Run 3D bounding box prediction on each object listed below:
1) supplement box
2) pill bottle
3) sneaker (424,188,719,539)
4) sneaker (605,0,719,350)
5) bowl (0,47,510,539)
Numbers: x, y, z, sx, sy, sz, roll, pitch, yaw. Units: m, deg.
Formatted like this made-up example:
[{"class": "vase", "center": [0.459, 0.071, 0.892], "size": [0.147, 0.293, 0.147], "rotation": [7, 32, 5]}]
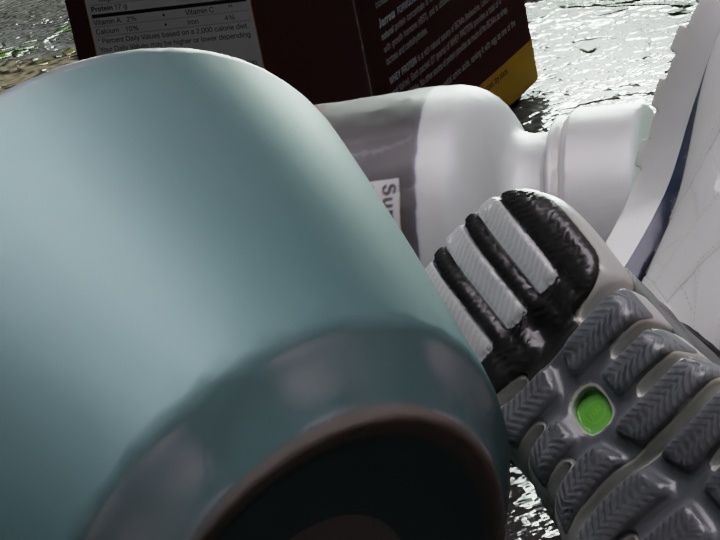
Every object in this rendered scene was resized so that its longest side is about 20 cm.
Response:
[{"class": "supplement box", "center": [-0.029, -0.145, 1.270], "size": [0.132, 0.201, 0.197], "rotation": [-4, 19, 24]}, {"class": "pill bottle", "center": [0.000, 0.000, 0.940], "size": [0.199, 0.111, 0.111], "rotation": [-7, 18, 15]}, {"class": "sneaker", "center": [0.097, 0.065, 0.738], "size": [0.075, 0.115, 0.200], "rotation": [-43, 46, 16]}, {"class": "sneaker", "center": [0.126, -0.018, 0.858], "size": [0.080, 0.201, 0.076], "rotation": [8, -19, 42]}, {"class": "bowl", "center": [-0.041, 0.059, 0.691], "size": [0.200, 0.202, 0.105], "rotation": [-23, 40, -33]}]
